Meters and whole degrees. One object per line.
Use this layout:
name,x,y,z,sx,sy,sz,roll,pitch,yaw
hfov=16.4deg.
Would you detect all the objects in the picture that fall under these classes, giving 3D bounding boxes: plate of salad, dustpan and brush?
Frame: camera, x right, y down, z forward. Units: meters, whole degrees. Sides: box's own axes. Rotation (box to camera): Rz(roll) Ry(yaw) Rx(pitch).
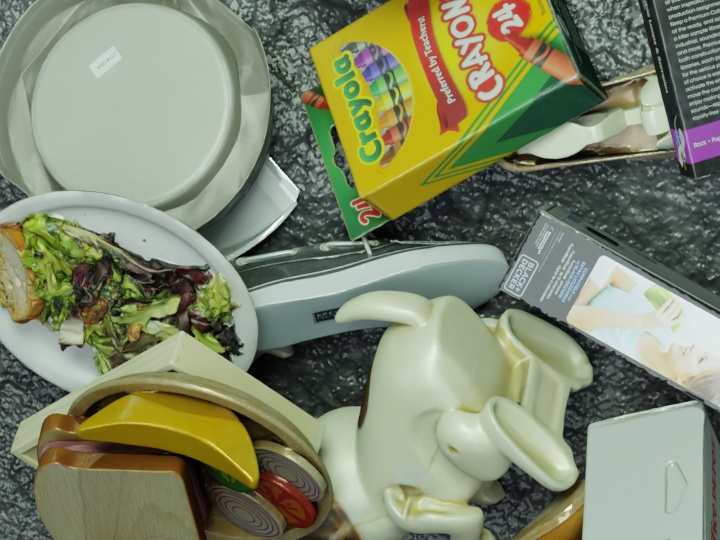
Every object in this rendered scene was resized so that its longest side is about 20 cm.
plate of salad,-0.167,0.029,1.658,0.199,0.048,0.200,9,133,9
dustpan and brush,-0.159,-0.032,1.744,0.200,0.057,0.140,-42,90,19

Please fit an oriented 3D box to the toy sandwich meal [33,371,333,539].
toy sandwich meal,-0.118,0.140,1.632,0.204,0.070,0.205,12,144,9

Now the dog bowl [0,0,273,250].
dog bowl,-0.150,-0.107,1.693,0.199,0.059,0.201,-2,80,12

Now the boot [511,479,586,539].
boot,0.154,0.232,1.690,0.144,0.071,0.201,46,147,7

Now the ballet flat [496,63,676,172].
ballet flat,0.176,-0.097,1.643,0.199,0.067,0.068,-13,100,16

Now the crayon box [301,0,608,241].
crayon box,0.049,-0.121,1.646,0.200,0.051,0.127,-30,60,18

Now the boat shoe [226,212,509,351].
boat shoe,0.000,0.002,1.707,0.199,0.068,0.074,-14,145,0

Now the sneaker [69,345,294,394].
sneaker,-0.137,0.089,1.761,0.200,0.075,0.090,-44,85,20

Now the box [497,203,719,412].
box,0.195,0.031,1.642,0.200,0.117,0.060,30,97,7

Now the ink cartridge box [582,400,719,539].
ink cartridge box,0.211,0.207,1.626,0.084,0.145,0.200,-11,130,17

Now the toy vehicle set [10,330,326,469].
toy vehicle set,-0.133,0.115,1.691,0.124,0.027,0.200,36,140,-24

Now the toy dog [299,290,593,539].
toy dog,0.032,0.118,1.686,0.194,0.140,0.200,30,129,-24

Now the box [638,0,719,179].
box,0.250,-0.174,1.594,0.143,0.036,0.201,-16,101,-11
